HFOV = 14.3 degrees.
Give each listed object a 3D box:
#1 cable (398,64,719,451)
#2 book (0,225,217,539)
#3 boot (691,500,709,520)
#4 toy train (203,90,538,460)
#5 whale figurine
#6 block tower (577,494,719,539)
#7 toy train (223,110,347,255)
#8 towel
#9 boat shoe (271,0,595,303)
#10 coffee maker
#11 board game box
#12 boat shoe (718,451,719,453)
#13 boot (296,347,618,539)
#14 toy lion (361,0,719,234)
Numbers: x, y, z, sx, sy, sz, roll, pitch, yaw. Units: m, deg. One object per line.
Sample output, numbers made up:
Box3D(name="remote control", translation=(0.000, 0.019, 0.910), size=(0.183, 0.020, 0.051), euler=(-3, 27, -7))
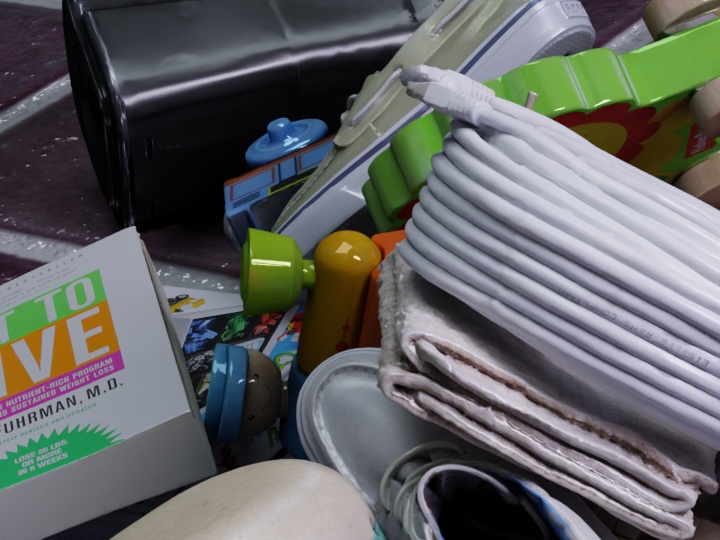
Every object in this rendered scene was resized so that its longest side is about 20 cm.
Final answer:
Box3D(name="cable", translation=(0.111, 0.010, 1.064), size=(0.200, 0.069, 0.200), euler=(23, 10, -40))
Box3D(name="book", translation=(-0.142, 0.060, 1.279), size=(0.134, 0.048, 0.200), euler=(-22, 24, -2))
Box3D(name="boot", translation=(0.077, 0.088, 1.217), size=(0.075, 0.074, 0.200), euler=(-24, 30, -10))
Box3D(name="toy train", translation=(0.000, 0.000, 1.236), size=(0.116, 0.200, 0.085), euler=(7, 33, -7))
Box3D(name="whale figurine", translation=(-0.074, 0.151, 1.035), size=(0.200, 0.104, 0.159), euler=(-30, 8, 6))
Box3D(name="block tower", translation=(0.108, 0.118, 1.096), size=(0.200, 0.058, 0.054), euler=(20, 76, 26))
Box3D(name="toy train", translation=(0.024, -0.048, 1.456), size=(0.200, 0.087, 0.114), euler=(-23, 20, 5))
Box3D(name="towel", translation=(0.067, 0.040, 1.087), size=(0.132, 0.034, 0.200), euler=(28, 10, -6))
Box3D(name="boat shoe", translation=(0.024, -0.067, 1.369), size=(0.200, 0.072, 0.062), euler=(-43, 64, 10))
Box3D(name="coffee maker", translation=(-0.049, -0.102, 1.566), size=(0.200, 0.135, 0.192), euler=(-15, 27, -13))
Box3D(name="board game box", translation=(-0.098, 0.068, 1.340), size=(0.126, 0.035, 0.200), euler=(6, 29, 29))
Box3D(name="boat shoe", translation=(0.160, 0.056, 1.217), size=(0.200, 0.068, 0.072), euler=(30, 64, 34))
Box3D(name="boot", translation=(0.039, 0.082, 1.050), size=(0.200, 0.096, 0.074), euler=(39, 84, 30))
Box3D(name="toy lion", translation=(0.095, -0.056, 1.325), size=(0.192, 0.069, 0.200), euler=(-22, -16, -3))
